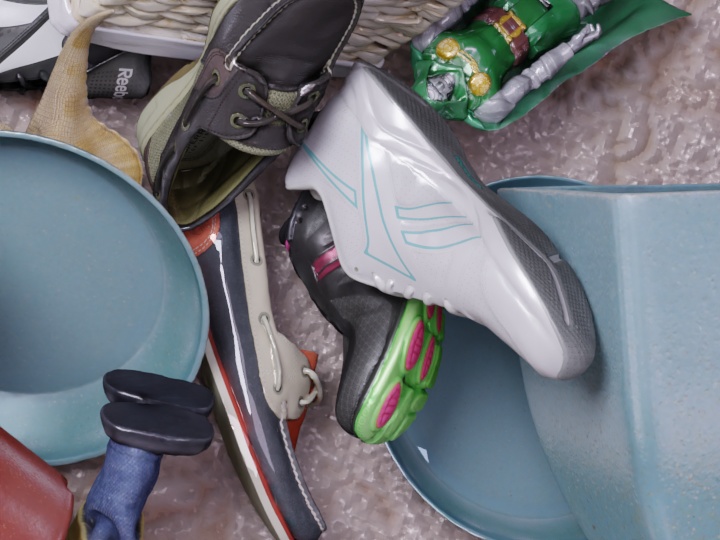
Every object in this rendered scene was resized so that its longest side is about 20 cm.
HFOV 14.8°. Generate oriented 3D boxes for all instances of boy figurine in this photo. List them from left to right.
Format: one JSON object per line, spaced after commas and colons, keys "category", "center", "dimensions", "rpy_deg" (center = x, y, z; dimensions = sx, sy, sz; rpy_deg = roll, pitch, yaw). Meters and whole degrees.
{"category": "boy figurine", "center": [-0.123, 0.155, 1.373], "dimensions": [0.064, 0.124, 0.201], "rpy_deg": [11, 109, -8]}

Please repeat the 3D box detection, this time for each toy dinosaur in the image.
{"category": "toy dinosaur", "center": [-0.159, -0.058, 1.395], "dimensions": [0.100, 0.058, 0.201], "rpy_deg": [0, 127, -2]}

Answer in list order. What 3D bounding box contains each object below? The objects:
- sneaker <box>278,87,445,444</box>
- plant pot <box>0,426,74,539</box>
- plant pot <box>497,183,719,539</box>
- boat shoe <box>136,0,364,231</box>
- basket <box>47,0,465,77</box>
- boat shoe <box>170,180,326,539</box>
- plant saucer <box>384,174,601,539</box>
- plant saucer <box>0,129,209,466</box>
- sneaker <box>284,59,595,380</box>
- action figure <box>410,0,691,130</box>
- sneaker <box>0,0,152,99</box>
{"category": "sneaker", "center": [0.000, 0.000, 1.434], "dimensions": [0.083, 0.077, 0.201], "rpy_deg": [-4, 60, 10]}
{"category": "plant pot", "center": [-0.255, 0.112, 1.323], "dimensions": [0.195, 0.201, 0.202], "rpy_deg": [35, 77, -18]}
{"category": "plant pot", "center": [0.191, 0.056, 1.413], "dimensions": [0.195, 0.196, 0.202], "rpy_deg": [-2, 92, -15]}
{"category": "boat shoe", "center": [-0.049, -0.084, 1.349], "dimensions": [0.071, 0.201, 0.066], "rpy_deg": [6, 61, -29]}
{"category": "basket", "center": [-0.048, -0.186, 1.384], "dimensions": [0.199, 0.123, 0.137], "rpy_deg": [5, 70, -38]}
{"category": "boat shoe", "center": [-0.053, 0.047, 1.436], "dimensions": [0.062, 0.071, 0.201], "rpy_deg": [-19, 84, -11]}
{"category": "plant saucer", "center": [0.096, 0.050, 1.495], "dimensions": [0.199, 0.027, 0.202], "rpy_deg": [2, 84, -15]}
{"category": "plant saucer", "center": [-0.172, 0.008, 1.378], "dimensions": [0.198, 0.036, 0.201], "rpy_deg": [2, 125, 2]}
{"category": "sneaker", "center": [0.040, -0.011, 1.357], "dimensions": [0.080, 0.070, 0.201], "rpy_deg": [-47, 61, 13]}
{"category": "action figure", "center": [0.087, -0.133, 1.467], "dimensions": [0.118, 0.055, 0.200], "rpy_deg": [44, 56, 4]}
{"category": "sneaker", "center": [-0.151, -0.118, 1.422], "dimensions": [0.199, 0.066, 0.091], "rpy_deg": [-33, 84, -17]}
